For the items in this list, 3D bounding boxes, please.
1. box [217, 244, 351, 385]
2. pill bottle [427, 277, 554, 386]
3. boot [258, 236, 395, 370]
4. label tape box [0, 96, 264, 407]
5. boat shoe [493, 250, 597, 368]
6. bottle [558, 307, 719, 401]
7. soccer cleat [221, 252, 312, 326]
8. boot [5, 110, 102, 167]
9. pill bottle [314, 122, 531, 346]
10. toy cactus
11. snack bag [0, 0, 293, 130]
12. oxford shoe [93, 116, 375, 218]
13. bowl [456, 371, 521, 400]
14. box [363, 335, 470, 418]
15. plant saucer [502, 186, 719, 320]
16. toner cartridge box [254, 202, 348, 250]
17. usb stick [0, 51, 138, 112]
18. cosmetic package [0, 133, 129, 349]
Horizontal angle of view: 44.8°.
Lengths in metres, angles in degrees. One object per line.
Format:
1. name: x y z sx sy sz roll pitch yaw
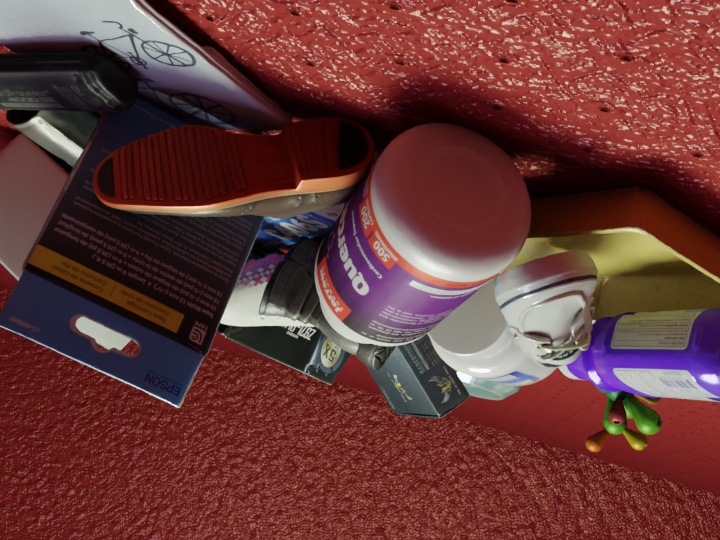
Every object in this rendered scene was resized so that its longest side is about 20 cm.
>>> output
1. box: -0.113 0.025 1.002 0.164 0.086 0.200 31 -175 -41
2. pill bottle: 0.130 0.050 0.842 0.112 0.112 0.200 11 174 25
3. boot: 0.000 0.000 0.815 0.131 0.070 0.200 26 -148 13
4. label tape box: -0.165 -0.015 0.662 0.143 0.200 0.066 28 158 -20
5. boat shoe: 0.146 0.035 0.644 0.073 0.067 0.200 -19 166 13
6. bottle: 0.239 0.069 0.712 0.083 0.065 0.200 23 167 -22
7. soccer cleat: -0.047 0.025 0.851 0.200 0.070 0.086 -13 -133 -31
8. boot: -0.232 -0.103 0.805 0.200 0.073 0.182 32 178 -33
9. pill bottle: 0.033 -0.014 0.643 0.112 0.113 0.200 20 151 -11
10. toy cactus: 0.264 0.112 0.997 0.165 0.102 0.200 52 -167 -24
11. snack bag: -0.172 -0.152 0.629 0.188 0.021 0.200 8 165 35
12. oxford shoe: -0.090 -0.060 0.638 0.199 0.071 0.073 -5 152 -9
13. bowl: 0.141 0.100 1.117 0.200 0.105 0.201 15 167 4
14. box: 0.033 0.079 1.039 0.200 0.051 0.158 58 161 -3
15. plant saucer: 0.200 -0.011 0.682 0.200 0.049 0.200 24 166 -32
16. toner cartridge box: -0.090 -0.064 0.851 0.095 0.043 0.200 23 167 -20
17. usb stick: -0.250 -0.141 0.652 0.200 0.033 0.055 8 158 32
18. cosmetic package: -0.337 -0.024 1.022 0.199 0.123 0.200 42 172 8
